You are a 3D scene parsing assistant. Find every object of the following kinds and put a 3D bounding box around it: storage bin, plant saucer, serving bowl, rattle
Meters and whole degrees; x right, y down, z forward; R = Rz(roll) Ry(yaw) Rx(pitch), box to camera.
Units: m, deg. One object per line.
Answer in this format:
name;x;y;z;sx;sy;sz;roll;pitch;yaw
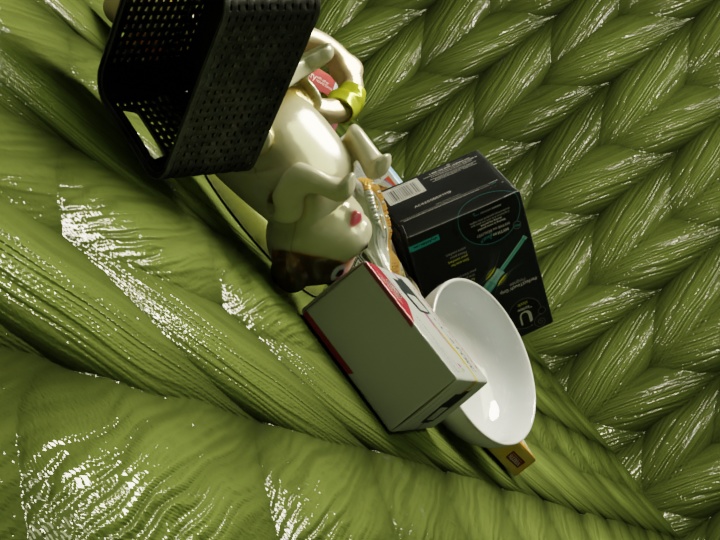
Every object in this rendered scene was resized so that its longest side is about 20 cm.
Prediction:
storage bin;-0.129;-0.187;1.202;0.094;0.200;0.135;-8;51;-38
plant saucer;-0.094;-0.060;1.516;0.200;0.031;0.200;49;8;-9
serving bowl;0.118;0.112;1.668;0.200;0.066;0.200;33;45;-41
rattle;-0.105;-0.212;1.623;0.200;0.130;0.143;17;-22;-25

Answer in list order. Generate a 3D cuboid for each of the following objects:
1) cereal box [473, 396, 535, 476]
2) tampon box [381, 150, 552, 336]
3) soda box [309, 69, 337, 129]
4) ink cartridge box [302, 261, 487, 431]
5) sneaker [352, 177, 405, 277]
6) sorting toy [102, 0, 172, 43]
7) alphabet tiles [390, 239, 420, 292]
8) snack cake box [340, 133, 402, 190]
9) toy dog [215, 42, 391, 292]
cereal box;0.137;0.153;1.839;0.144;0.040;0.200;45;10;-32
tampon box;0.125;-0.013;1.774;0.126;0.150;0.200;-124;-167;-56
soda box;-0.109;-0.225;1.687;0.070;0.063;0.200;8;-15;47
ink cartridge box;0.038;0.077;1.438;0.146;0.083;0.200;52;8;12
sneaker;0.000;0.000;1.647;0.076;0.088;0.200;19;56;-74
sorting toy;-0.168;-0.212;1.548;0.185;0.036;0.200;19;-18;51
alphabet tiles;0.045;0.014;1.785;0.200;0.015;0.196;-124;-167;-55
snack cake box;0.015;-0.080;1.957;0.200;0.115;0.067;52;7;3
toy dog;-0.068;-0.078;1.355;0.200;0.194;0.140;62;28;-12
